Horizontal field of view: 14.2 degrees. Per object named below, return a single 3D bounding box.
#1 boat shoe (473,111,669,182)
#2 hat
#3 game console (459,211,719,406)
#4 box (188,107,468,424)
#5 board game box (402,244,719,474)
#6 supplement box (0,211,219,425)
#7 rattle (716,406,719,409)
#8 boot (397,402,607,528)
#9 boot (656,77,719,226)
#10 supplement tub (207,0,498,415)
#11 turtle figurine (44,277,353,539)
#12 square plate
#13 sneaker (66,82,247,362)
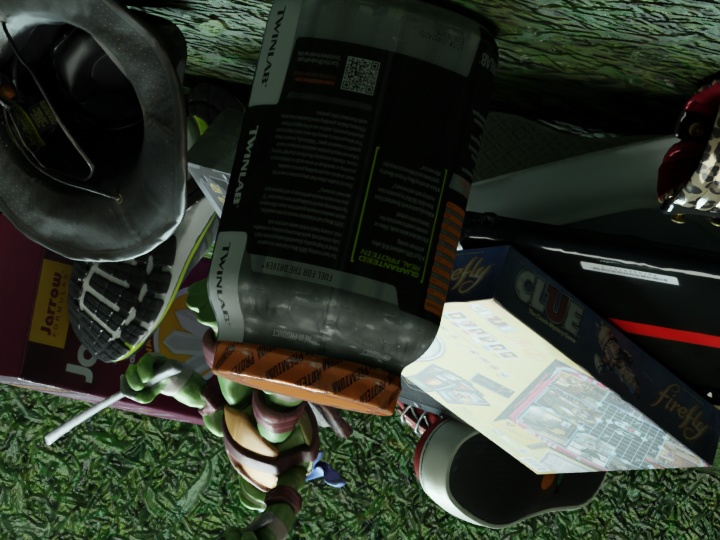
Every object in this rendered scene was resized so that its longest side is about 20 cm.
[{"bbox_3d":[0.117,-0.046,1.664,0.199,0.075,0.062,5,152,22],"label":"boat shoe"},{"bbox_3d":[-0.145,-0.101,1.620,0.200,0.202,0.081,7,-149,41],"label":"hat"},{"bbox_3d":[0.162,0.022,1.581,0.199,0.031,0.177,9,155,21],"label":"game console"},{"bbox_3d":[0.000,0.000,1.737,0.158,0.048,0.200,17,148,47],"label":"box"},{"bbox_3d":[0.092,0.053,1.621,0.135,0.035,0.200,-6,147,45],"label":"board game box"},{"bbox_3d":[-0.166,0.035,1.948,0.199,0.111,0.085,15,173,-42],"label":"supplement box"},{"bbox_3d":[0.183,0.025,1.855,0.129,0.144,0.200,-22,144,18],"label":"rattle"},{"bbox_3d":[0.056,0.104,1.858,0.144,0.073,0.200,25,-171,30],"label":"boot"},{"bbox_3d":[0.227,-0.034,1.501,0.150,0.074,0.200,15,162,-7],"label":"boot"},{"bbox_3d":[-0.007,-0.035,1.464,0.122,0.201,0.123,13,173,2],"label":"supplement tub"},{"bbox_3d":[-0.096,0.106,1.809,0.198,0.145,0.195,1,139,-7],"label":"turtle figurine"},{"bbox_3d":[0.154,-0.004,1.626,0.199,0.029,0.198,-13,146,37],"label":"square plate"},{"bbox_3d":[-0.115,-0.026,1.851,0.074,0.201,0.081,40,-163,21],"label":"sneaker"}]
